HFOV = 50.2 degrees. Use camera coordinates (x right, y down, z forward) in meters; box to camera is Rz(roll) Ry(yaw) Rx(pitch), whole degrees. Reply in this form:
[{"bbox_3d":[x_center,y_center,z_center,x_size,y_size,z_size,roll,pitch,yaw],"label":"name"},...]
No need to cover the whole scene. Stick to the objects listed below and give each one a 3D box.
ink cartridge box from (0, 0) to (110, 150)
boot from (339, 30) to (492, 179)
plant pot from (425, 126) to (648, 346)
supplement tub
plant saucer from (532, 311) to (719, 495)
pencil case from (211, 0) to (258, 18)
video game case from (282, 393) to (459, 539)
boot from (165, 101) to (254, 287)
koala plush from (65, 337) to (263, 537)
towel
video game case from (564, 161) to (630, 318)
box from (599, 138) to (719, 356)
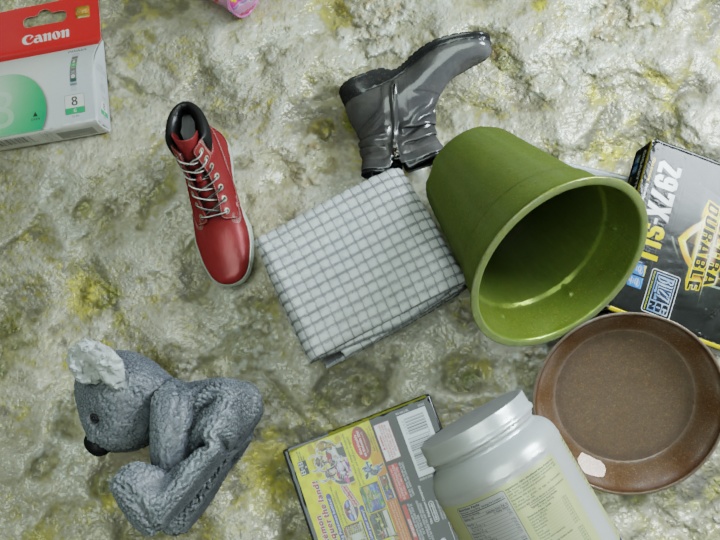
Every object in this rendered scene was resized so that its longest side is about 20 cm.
[{"bbox_3d":[-0.414,-0.265,0.996,0.159,0.050,0.202,-9,80,4],"label":"ink cartridge box"},{"bbox_3d":[0.081,-0.191,0.920,0.199,0.070,0.133,-23,75,14],"label":"boot"},{"bbox_3d":[0.162,-0.058,0.815,0.199,0.201,0.190,-31,44,-1],"label":"plant pot"},{"bbox_3d":[0.162,0.239,0.780,0.144,0.145,0.201,-30,83,0],"label":"supplement tub"},{"bbox_3d":[0.284,0.140,0.826,0.198,0.037,0.202,1,100,8],"label":"plant saucer"},{"bbox_3d":[-0.214,-0.403,0.983,0.199,0.087,0.088,33,84,12],"label":"pencil case"},{"bbox_3d":[0.030,0.264,0.859,0.179,0.026,0.201,-21,79,1],"label":"video game case"},{"bbox_3d":[-0.178,-0.085,0.887,0.072,0.144,0.202,-13,79,1],"label":"boot"},{"bbox_3d":[-0.229,0.158,0.842,0.199,0.178,0.184,34,73,11],"label":"koala plush"},{"bbox_3d":[0.000,0.000,0.885,0.199,0.086,0.166,-29,79,-2],"label":"towel"},{"bbox_3d":[0.277,-0.015,0.889,0.142,0.018,0.202,15,81,8],"label":"video game case"},{"bbox_3d":[0.362,-0.024,0.852,0.158,0.049,0.202,19,81,0],"label":"box"}]
